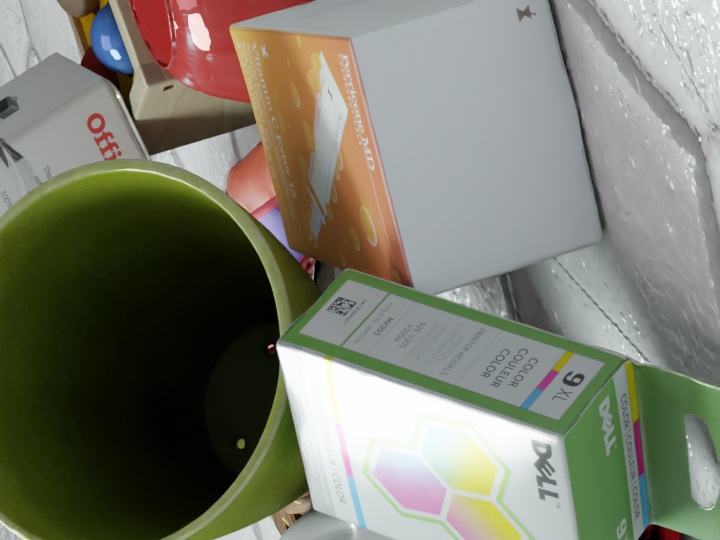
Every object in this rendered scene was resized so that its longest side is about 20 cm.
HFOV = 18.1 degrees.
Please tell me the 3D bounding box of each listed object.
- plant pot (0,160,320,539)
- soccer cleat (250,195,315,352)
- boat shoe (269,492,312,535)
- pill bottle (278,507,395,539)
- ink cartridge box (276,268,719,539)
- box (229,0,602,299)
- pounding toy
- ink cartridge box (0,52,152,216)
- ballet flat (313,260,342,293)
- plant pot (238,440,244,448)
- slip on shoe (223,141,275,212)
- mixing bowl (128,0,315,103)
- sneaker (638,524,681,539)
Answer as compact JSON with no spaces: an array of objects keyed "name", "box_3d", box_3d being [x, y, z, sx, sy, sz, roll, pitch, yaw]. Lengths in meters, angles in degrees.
[{"name":"plant pot","box_3d":[-0.079,0.055,1.144,0.200,0.187,0.187,21,-137,-65]},{"name":"soccer cleat","box_3d":[-0.051,0.006,1.379,0.077,0.067,0.200,55,159,9]},{"name":"boat shoe","box_3d":[-0.029,0.121,1.461,0.200,0.072,0.068,87,157,-52]},{"name":"pill bottle","box_3d":[0.022,0.158,1.187,0.200,0.111,0.111,-22,-85,-77]},{"name":"ink cartridge box","box_3d":[0.066,0.078,0.974,0.200,0.059,0.104,17,137,30]},{"name":"box","box_3d":[0.022,-0.070,1.089,0.200,0.097,0.125,-160,53,-70]},{"name":"pounding toy","box_3d":[-0.157,-0.186,1.487,0.184,0.142,0.200,128,123,-71]},{"name":"ink cartridge box","box_3d":[-0.229,-0.025,1.453,0.084,0.200,0.144,33,152,54]},{"name":"ballet flat","box_3d":[0.000,0.000,1.347,0.200,0.046,0.068,118,152,-72]},{"name":"plant pot","box_3d":[-0.117,0.097,1.553,0.187,0.200,0.188,162,90,-75]},{"name":"slip on shoe","box_3d":[-0.051,-0.052,1.425,0.200,0.061,0.074,140,113,-72]},{"name":"mixing bowl","box_3d":[-0.074,-0.175,1.285,0.200,0.108,0.201,163,90,-75]},{"name":"sneaker","box_3d":[0.096,0.089,1.090,0.200,0.078,0.116,53,149,20]}]
